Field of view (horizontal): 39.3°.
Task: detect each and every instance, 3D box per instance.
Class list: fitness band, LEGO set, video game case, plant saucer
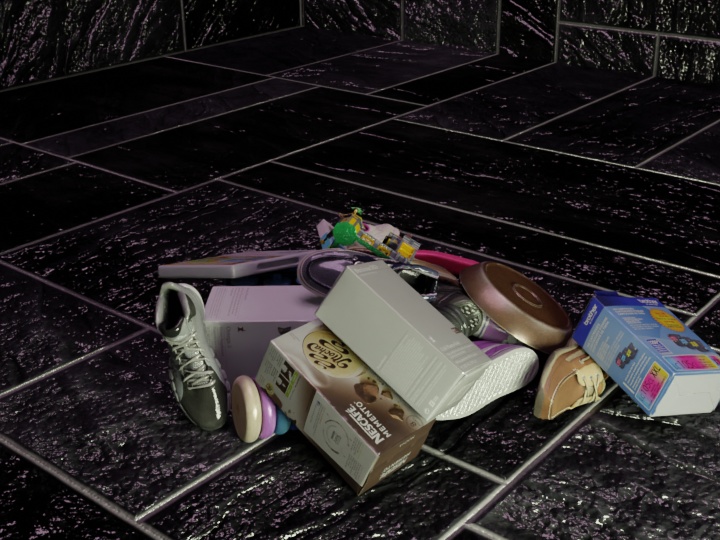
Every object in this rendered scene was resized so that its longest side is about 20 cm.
[{"bbox_3d":[0.131,0.008,1.729,0.198,0.038,0.143,17,29,32],"label":"fitness band"},{"bbox_3d":[0.000,0.000,1.518,0.152,0.202,0.116,24,26,5],"label":"LEGO set"},{"bbox_3d":[-0.193,-0.010,1.605,0.199,0.023,0.181,0,8,45],"label":"video game case"},{"bbox_3d":[0.236,0.048,1.473,0.199,0.035,0.201,30,22,-13],"label":"plant saucer"}]

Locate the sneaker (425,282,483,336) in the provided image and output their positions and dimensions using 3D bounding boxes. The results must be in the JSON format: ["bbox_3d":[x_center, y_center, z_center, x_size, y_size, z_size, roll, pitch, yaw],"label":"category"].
[{"bbox_3d":[0.084,0.079,1.485,0.198,0.077,0.114,-25,13,10],"label":"sneaker"}]

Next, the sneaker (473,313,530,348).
[{"bbox_3d":[0.224,0.073,1.560,0.113,0.073,0.201,19,20,-2],"label":"sneaker"}]

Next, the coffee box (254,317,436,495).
[{"bbox_3d":[-0.020,0.159,1.237,0.112,0.080,0.200,-22,57,-43],"label":"coffee box"}]

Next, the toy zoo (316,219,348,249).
[{"bbox_3d":[-0.016,-0.017,1.702,0.020,0.131,0.200,-44,21,12],"label":"toy zoo"}]

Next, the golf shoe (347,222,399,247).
[{"bbox_3d":[0.018,-0.057,1.733,0.091,0.075,0.200,40,11,-8],"label":"golf shoe"}]

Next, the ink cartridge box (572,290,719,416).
[{"bbox_3d":[0.384,0.103,1.362,0.135,0.077,0.200,3,31,-35],"label":"ink cartridge box"}]

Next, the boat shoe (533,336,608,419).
[{"bbox_3d":[0.296,0.144,1.368,0.073,0.077,0.200,18,29,25],"label":"boat shoe"}]

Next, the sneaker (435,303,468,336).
[{"bbox_3d":[0.069,0.086,1.389,0.098,0.072,0.199,-18,11,-35],"label":"sneaker"}]

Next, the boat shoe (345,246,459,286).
[{"bbox_3d":[0.061,0.002,1.612,0.198,0.072,0.076,20,26,-12],"label":"boat shoe"}]

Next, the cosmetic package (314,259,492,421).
[{"bbox_3d":[0.052,0.082,1.241,0.200,0.090,0.107,44,22,15],"label":"cosmetic package"}]

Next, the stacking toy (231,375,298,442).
[{"bbox_3d":[-0.065,0.169,1.321,0.198,0.086,0.085,-5,23,-23],"label":"stacking toy"}]

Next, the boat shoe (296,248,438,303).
[{"bbox_3d":[0.015,0.007,1.375,0.197,0.076,0.093,7,-9,-9],"label":"boat shoe"}]

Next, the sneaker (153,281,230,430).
[{"bbox_3d":[-0.227,0.108,1.295,0.074,0.202,0.116,-19,-11,0],"label":"sneaker"}]

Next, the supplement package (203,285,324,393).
[{"bbox_3d":[-0.118,0.097,1.432,0.197,0.118,0.118,-1,23,1],"label":"supplement package"}]

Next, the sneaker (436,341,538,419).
[{"bbox_3d":[0.131,0.146,1.373,0.198,0.074,0.114,-11,12,-25],"label":"sneaker"}]

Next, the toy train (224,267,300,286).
[{"bbox_3d":[-0.127,0.036,1.621,0.197,0.088,0.114,-1,14,4],"label":"toy train"}]
